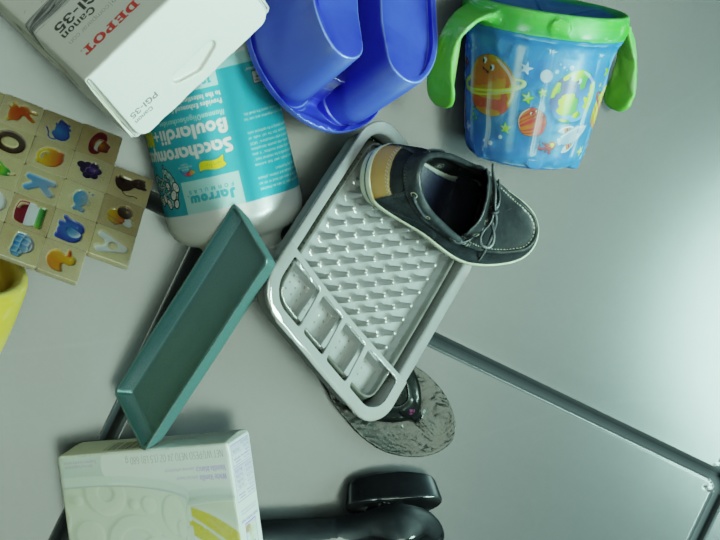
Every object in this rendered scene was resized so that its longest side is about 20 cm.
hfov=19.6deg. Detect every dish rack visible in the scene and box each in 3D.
[{"bbox_3d":[0.000,0.000,1.660,0.172,0.044,0.200,51,58,-32],"label":"dish rack"}]

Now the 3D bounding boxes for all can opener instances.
[{"bbox_3d":[-0.028,0.221,1.720,0.200,0.079,0.063,-10,132,-6],"label":"can opener"}]

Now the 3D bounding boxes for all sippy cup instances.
[{"bbox_3d":[0.141,-0.152,1.685,0.178,0.140,0.130,7,104,-2],"label":"sippy cup"}]

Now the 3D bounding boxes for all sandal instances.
[{"bbox_3d":[-0.001,0.082,1.712,0.200,0.048,0.075,44,86,-10],"label":"sandal"}]

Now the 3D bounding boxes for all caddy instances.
[{"bbox_3d":[-0.021,-0.207,1.634,0.141,0.105,0.200,18,60,-38],"label":"caddy"}]

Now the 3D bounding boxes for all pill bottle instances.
[{"bbox_3d":[-0.110,-0.092,1.647,0.111,0.111,0.200,-15,96,-9],"label":"pill bottle"}]

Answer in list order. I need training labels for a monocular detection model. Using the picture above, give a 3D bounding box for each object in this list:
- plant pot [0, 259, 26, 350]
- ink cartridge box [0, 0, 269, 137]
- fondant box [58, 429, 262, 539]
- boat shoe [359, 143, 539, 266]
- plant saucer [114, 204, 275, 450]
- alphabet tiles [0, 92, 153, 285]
[{"bbox_3d":[-0.377,0.055,1.572,0.201,0.201,0.189,21,106,-11],"label":"plant pot"},{"bbox_3d":[-0.187,-0.216,1.579,0.147,0.200,0.083,-44,142,-5],"label":"ink cartridge box"},{"bbox_3d":[-0.152,0.234,1.668,0.144,0.058,0.200,-6,97,14],"label":"fondant box"},{"bbox_3d":[0.084,-0.051,1.672,0.200,0.062,0.075,24,73,-44],"label":"boat shoe"},{"bbox_3d":[-0.127,0.046,1.612,0.019,0.070,0.200,13,123,-40],"label":"plant saucer"},{"bbox_3d":[-0.264,-0.070,1.615,0.200,0.166,0.006,20,134,-11],"label":"alphabet tiles"}]
